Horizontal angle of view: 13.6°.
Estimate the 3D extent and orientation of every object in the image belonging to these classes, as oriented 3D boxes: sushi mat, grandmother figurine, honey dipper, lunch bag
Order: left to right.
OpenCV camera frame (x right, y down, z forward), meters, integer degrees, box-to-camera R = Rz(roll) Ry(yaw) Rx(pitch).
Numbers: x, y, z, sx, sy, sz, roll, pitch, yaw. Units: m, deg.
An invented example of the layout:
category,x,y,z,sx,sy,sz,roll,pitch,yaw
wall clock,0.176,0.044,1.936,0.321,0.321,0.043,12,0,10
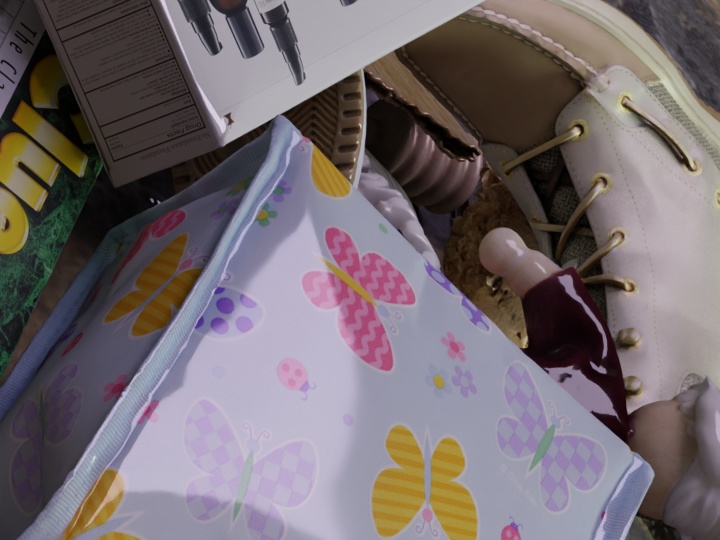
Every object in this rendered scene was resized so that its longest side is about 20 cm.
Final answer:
category,x,y,z,sx,sy,sz,roll,pitch,yaw
lunch bag,-0.034,0.089,0.864,0.170,0.127,0.200,42,47,-17
honey dipper,-0.031,-0.073,1.206,0.200,0.038,0.038,25,34,-39
sushi mat,-0.011,-0.104,1.244,0.096,0.012,0.200,36,11,-24
grandmother figurine,0.044,0.046,1.010,0.199,0.122,0.061,15,-8,-5

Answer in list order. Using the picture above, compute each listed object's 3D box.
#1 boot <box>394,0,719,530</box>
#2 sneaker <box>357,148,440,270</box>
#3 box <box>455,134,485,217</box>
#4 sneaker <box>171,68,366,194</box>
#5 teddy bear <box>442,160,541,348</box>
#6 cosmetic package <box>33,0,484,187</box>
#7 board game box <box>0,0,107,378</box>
category,x,y,z,sx,sy,sz,roll,pitch,yaw
boot,0.079,-0.008,1.092,0.200,0.072,0.155,36,50,-26
sneaker,0.000,0.000,1.113,0.081,0.075,0.200,39,21,-47
box,0.133,0.010,1.314,0.200,0.075,0.100,37,27,-20
sneaker,-0.026,-0.080,1.092,0.112,0.071,0.201,46,42,-76
teddy bear,0.114,0.029,1.207,0.199,0.067,0.146,7,84,-26
cosmetic package,-0.023,-0.099,0.970,0.200,0.051,0.083,-34,105,-53
board game box,-0.125,-0.048,0.896,0.105,0.023,0.200,41,48,-25
